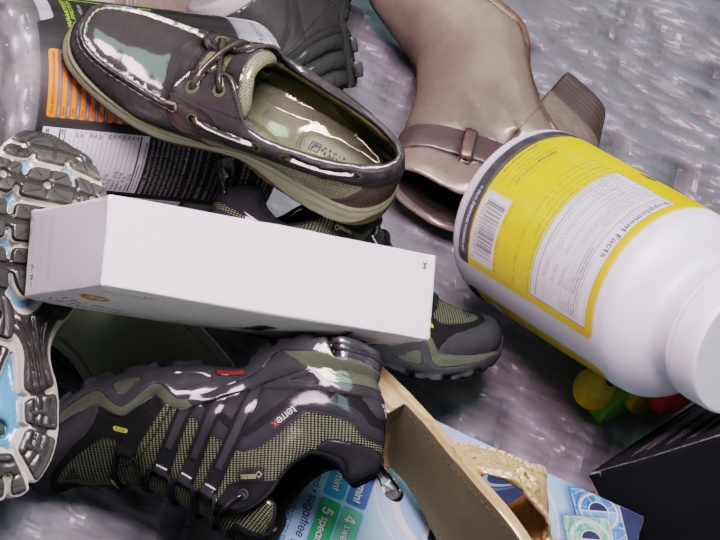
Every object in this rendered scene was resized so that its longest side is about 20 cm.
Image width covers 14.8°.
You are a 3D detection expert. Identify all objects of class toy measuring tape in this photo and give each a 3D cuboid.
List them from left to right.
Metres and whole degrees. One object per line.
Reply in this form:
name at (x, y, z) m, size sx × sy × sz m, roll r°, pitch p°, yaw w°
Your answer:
toy measuring tape at (0.203, 0.039, 1.679) m, size 0.200 × 0.074 × 0.074 m, roll -22°, pitch 63°, yaw -39°

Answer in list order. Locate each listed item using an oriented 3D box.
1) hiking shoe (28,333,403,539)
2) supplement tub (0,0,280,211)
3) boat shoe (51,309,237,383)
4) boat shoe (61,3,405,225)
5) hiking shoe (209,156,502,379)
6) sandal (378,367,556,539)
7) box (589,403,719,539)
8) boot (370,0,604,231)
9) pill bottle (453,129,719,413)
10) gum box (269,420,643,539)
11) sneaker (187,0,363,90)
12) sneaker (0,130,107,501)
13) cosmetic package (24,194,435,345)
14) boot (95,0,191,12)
hiking shoe at (-0.080, 0.099, 1.435) m, size 0.199 × 0.076 × 0.101 m, roll -14°, pitch 69°, yaw 9°
supplement tub at (-0.151, -0.092, 1.578) m, size 0.199 × 0.123 × 0.123 m, roll 5°, pitch 49°, yaw -23°
boat shoe at (-0.139, 0.028, 1.517) m, size 0.199 × 0.075 × 0.066 m, roll 28°, pitch 15°, yaw 3°
boat shoe at (-0.064, -0.096, 1.500) m, size 0.200 × 0.066 × 0.072 m, roll 29°, pitch 59°, yaw -3°
hiking shoe at (0.000, 0.000, 1.560) m, size 0.199 × 0.076 × 0.101 m, roll 15°, pitch 90°, yaw -27°
sandal at (0.066, 0.113, 1.472) m, size 0.070 × 0.078 × 0.212 m, roll -26°, pitch 61°, yaw -33°
box at (0.252, 0.095, 1.592) m, size 0.200 × 0.141 × 0.079 m, roll -28°, pitch 90°, yaw -40°
boot at (0.058, -0.097, 1.723) m, size 0.200 × 0.070 × 0.146 m, roll 33°, pitch 50°, yaw 9°
pill bottle at (0.152, 0.004, 1.576) m, size 0.112 × 0.112 × 0.200 m, roll -13°, pitch 31°, yaw -35°
gum box at (0.042, 0.165, 1.501) m, size 0.199 × 0.045 × 0.170 m, roll 24°, pitch 45°, yaw -4°
sneaker at (-0.023, -0.167, 1.722) m, size 0.200 × 0.071 × 0.099 m, roll -44°, pitch 116°, yaw -41°
sneaker at (-0.193, 0.022, 1.442) m, size 0.078 × 0.090 × 0.201 m, roll 22°, pitch 72°, yaw -27°
cosmetic package at (-0.065, 0.004, 1.428) m, size 0.199 × 0.082 × 0.051 m, roll 10°, pitch 78°, yaw -34°
boot at (-0.113, -0.165, 1.712) m, size 0.199 × 0.070 × 0.147 m, roll 4°, pitch 57°, yaw -28°
